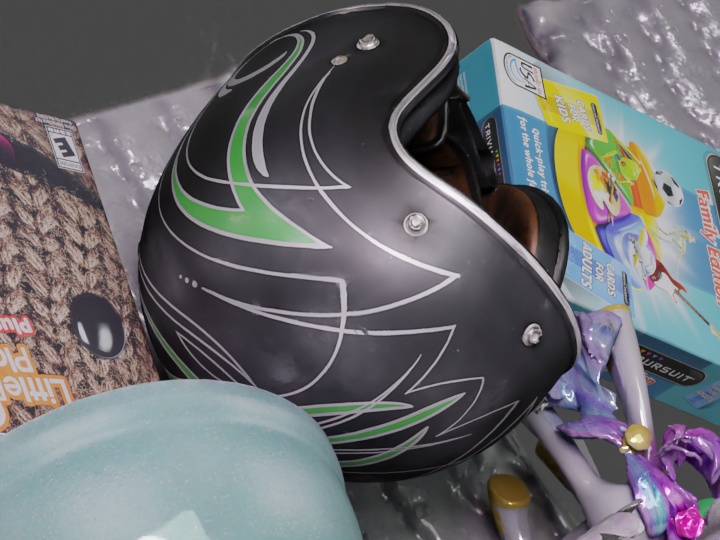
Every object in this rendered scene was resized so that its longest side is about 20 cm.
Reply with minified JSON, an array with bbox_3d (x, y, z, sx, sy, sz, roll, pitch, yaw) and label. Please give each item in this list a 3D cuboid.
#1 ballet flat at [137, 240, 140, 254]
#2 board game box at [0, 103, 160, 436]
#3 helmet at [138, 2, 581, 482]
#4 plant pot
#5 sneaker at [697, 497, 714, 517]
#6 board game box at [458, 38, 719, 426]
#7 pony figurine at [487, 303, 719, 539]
[{"bbox_3d":[-0.028,-0.032,1.299,0.200,0.068,0.068,-25,57,-37],"label":"ballet flat"},{"bbox_3d":[-0.184,0.028,1.122,0.159,0.097,0.200,11,50,-48],"label":"board game box"},{"bbox_3d":[0.000,0.000,1.146,0.200,0.200,0.191,20,49,-13],"label":"helmet"},{"bbox_3d":[-0.076,0.160,1.027,0.200,0.200,0.134,-4,44,-29],"label":"plant pot"},{"bbox_3d":[0.186,0.198,1.227,0.074,0.084,0.200,-14,65,-34],"label":"sneaker"},{"bbox_3d":[0.134,-0.016,1.339,0.200,0.047,0.151,22,48,-35],"label":"board game box"},{"bbox_3d":[0.124,0.118,1.180,0.166,0.193,0.200,-7,53,-19],"label":"pony figurine"}]
